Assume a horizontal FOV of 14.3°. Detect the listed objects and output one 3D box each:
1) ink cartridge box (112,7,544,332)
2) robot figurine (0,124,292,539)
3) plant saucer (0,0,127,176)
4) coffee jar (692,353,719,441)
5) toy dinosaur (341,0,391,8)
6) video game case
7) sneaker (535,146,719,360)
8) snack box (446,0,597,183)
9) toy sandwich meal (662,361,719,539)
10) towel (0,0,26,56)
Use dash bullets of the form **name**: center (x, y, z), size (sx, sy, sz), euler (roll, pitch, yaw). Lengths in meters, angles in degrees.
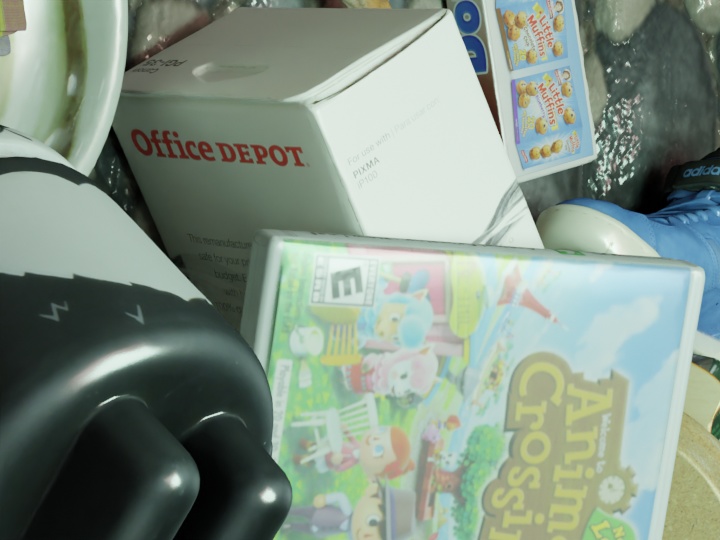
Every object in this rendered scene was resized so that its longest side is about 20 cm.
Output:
- **ink cartridge box**: center (0.000, 0.000, 1.134), size (0.083, 0.146, 0.201), euler (-35, 115, -30)
- **robot figurine**: center (-0.106, 0.035, 0.918), size (0.125, 0.200, 0.151), euler (-34, 140, -14)
- **plant saucer**: center (-0.169, -0.098, 1.027), size (0.200, 0.050, 0.201), euler (5, 83, -49)
- **coffee jar**: center (0.147, 0.147, 1.352), size (0.104, 0.085, 0.201), euler (-36, 114, -52)
- **toy dinosaur**: center (0.024, -0.054, 1.241), size (0.106, 0.060, 0.201), euler (-52, 125, -39)
- **video game case**: center (0.033, 0.089, 1.070), size (0.181, 0.022, 0.201), euler (4, 100, -25)
- **sneaker**: center (0.151, -0.020, 1.370), size (0.200, 0.076, 0.112), euler (34, 69, -48)
- **snack box**: center (0.067, -0.143, 1.321), size (0.072, 0.024, 0.201), euler (-17, 101, -49)
- **toy sandwich meal**: center (0.087, 0.130, 1.244), size (0.070, 0.204, 0.206), euler (8, 79, -86)
- **towel**: center (-0.146, -0.165, 0.957), size (0.144, 0.023, 0.201), euler (-35, 120, -79)
